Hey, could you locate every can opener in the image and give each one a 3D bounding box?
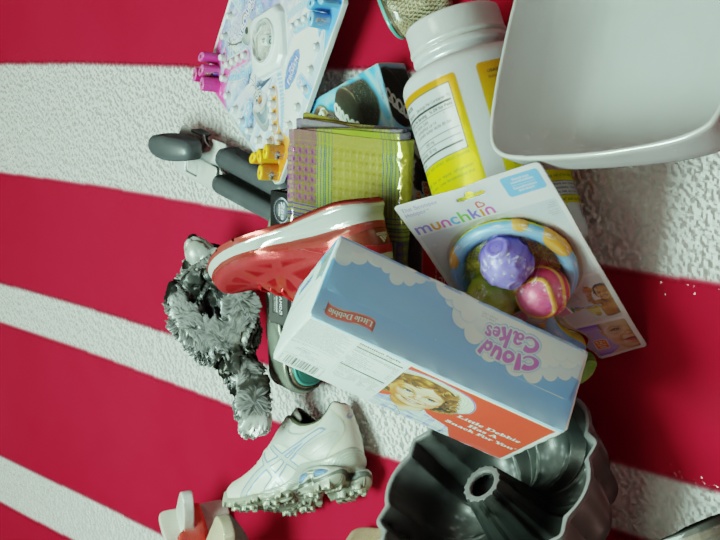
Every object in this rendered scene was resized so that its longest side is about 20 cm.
[{"bbox_3d":[-0.142,-0.096,1.337,0.200,0.067,0.054,29,118,43],"label":"can opener"}]

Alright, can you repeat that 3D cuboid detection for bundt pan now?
[{"bbox_3d":[0.114,0.185,1.034,0.201,0.076,0.203,-30,34,23],"label":"bundt pan"}]

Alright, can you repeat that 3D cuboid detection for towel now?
[{"bbox_3d":[-0.008,-0.027,1.103,0.143,0.023,0.202,11,105,45],"label":"towel"}]

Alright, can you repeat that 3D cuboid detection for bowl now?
[{"bbox_3d":[0.195,-0.158,0.908,0.199,0.074,0.201,-2,70,47],"label":"bowl"}]

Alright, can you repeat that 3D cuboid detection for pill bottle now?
[{"bbox_3d":[0.099,-0.102,1.034,0.109,0.109,0.201,-24,78,47],"label":"pill bottle"}]

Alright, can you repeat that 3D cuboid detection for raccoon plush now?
[{"bbox_3d":[-0.141,0.062,1.320,0.134,0.096,0.202,-135,40,-85],"label":"raccoon plush"}]

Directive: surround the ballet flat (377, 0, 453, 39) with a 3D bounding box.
[{"bbox_3d":[0.022,-0.293,1.133,0.075,0.068,0.201,-33,76,23],"label":"ballet flat"}]

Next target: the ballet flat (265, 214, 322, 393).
[{"bbox_3d":[-0.072,0.018,1.281,0.064,0.067,0.202,6,101,54],"label":"ballet flat"}]

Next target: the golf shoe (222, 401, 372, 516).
[{"bbox_3d":[-0.063,0.188,1.311,0.199,0.078,0.098,-23,62,42],"label":"golf shoe"}]

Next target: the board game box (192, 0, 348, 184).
[{"bbox_3d":[-0.093,-0.218,1.264,0.200,0.026,0.201,55,133,42],"label":"board game box"}]

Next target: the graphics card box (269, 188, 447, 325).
[{"bbox_3d":[0.000,0.000,1.151,0.199,0.051,0.126,15,108,46],"label":"graphics card box"}]

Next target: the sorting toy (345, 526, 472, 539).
[{"bbox_3d":[0.027,0.278,1.146,0.200,0.185,0.037,-25,110,46],"label":"sorting toy"}]

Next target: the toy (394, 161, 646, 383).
[{"bbox_3d":[0.119,0.019,0.967,0.115,0.200,0.047,-17,43,26],"label":"toy"}]

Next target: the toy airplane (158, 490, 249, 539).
[{"bbox_3d":[-0.152,0.330,1.392,0.200,0.140,0.201,-136,55,-81],"label":"toy airplane"}]

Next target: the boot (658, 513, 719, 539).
[{"bbox_3d":[0.242,0.285,0.972,0.200,0.069,0.175,-40,69,45],"label":"boot"}]

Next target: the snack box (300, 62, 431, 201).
[{"bbox_3d":[0.016,-0.070,1.187,0.116,0.037,0.201,-22,80,48],"label":"snack box"}]

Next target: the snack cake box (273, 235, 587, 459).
[{"bbox_3d":[0.048,0.061,0.963,0.068,0.199,0.115,-69,9,-25],"label":"snack cake box"}]

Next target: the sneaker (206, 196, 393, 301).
[{"bbox_3d":[-0.048,0.020,1.083,0.199,0.078,0.116,-22,80,48],"label":"sneaker"}]
